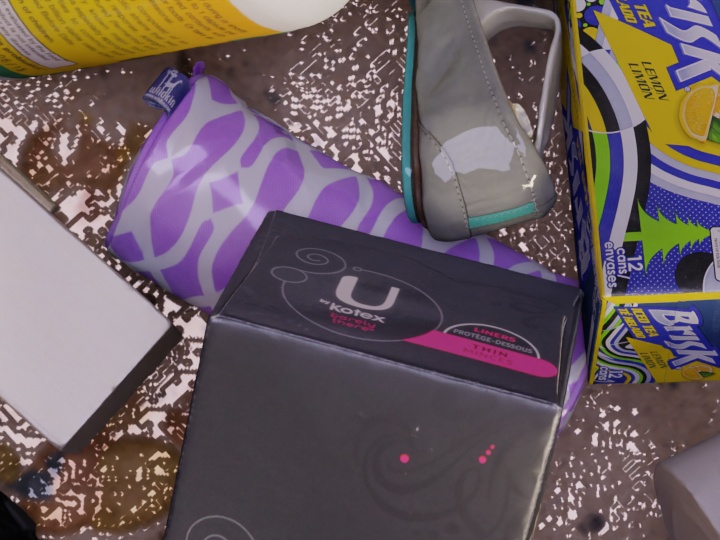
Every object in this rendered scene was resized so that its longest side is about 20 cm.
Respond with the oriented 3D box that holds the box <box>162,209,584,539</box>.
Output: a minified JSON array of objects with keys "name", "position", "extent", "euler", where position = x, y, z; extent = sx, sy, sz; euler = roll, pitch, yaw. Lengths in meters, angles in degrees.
[{"name":"box","position":[-0.004,0.099,0.917],"extent":[0.122,0.106,0.200],"euler":[14,113,4]}]

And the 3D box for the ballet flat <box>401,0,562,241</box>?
[{"name":"ballet flat","position":[0.042,-0.100,0.974],"extent":[0.064,0.067,0.200],"euler":[-9,60,7]}]

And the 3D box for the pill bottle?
[{"name":"pill bottle","position":[-0.063,-0.136,0.936],"extent":[0.200,0.113,0.113],"euler":[-8,84,31]}]

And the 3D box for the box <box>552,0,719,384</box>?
[{"name":"box","position":[0.108,-0.061,0.957],"extent":[0.064,0.070,0.200],"euler":[-2,60,0]}]

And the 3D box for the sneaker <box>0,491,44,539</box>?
[{"name":"sneaker","position":[-0.170,0.101,0.983],"extent":[0.079,0.075,0.200],"euler":[-35,78,8]}]

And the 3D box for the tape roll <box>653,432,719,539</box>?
[{"name":"tape roll","position":[0.177,0.143,0.912],"extent":[0.071,0.202,0.203],"euler":[-25,86,-4]}]

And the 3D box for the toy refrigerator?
[{"name":"toy refrigerator","position":[-0.160,-0.023,0.984],"extent":[0.200,0.076,0.070],"euler":[41,86,3]}]

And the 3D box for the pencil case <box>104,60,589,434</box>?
[{"name":"pencil case","position":[0.000,0.000,0.985],"extent":[0.200,0.084,0.086],"euler":[31,48,1]}]
